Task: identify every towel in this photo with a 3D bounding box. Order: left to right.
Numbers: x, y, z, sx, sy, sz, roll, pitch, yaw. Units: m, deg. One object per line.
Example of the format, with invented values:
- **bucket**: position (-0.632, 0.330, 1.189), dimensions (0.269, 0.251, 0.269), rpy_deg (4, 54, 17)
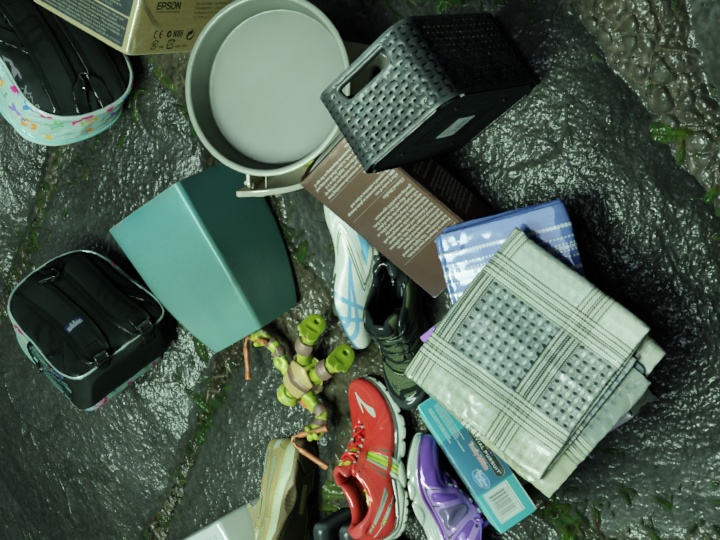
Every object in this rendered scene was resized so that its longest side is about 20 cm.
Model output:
- **towel**: position (0.167, 0.038, 1.181), dimensions (0.144, 0.024, 0.201), rpy_deg (-15, 89, 22)
- **towel**: position (0.173, 0.091, 1.131), dimensions (0.200, 0.035, 0.193), rpy_deg (39, 90, 8)

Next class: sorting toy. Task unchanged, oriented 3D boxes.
- **sorting toy**: position (-0.046, -0.185, 1.323), dimensions (0.179, 0.107, 0.201), rpy_deg (1, 93, 22)

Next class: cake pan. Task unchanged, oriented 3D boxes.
- **cake pan**: position (-0.098, -0.204, 1.267), dimensions (0.199, 0.037, 0.201), rpy_deg (1, 92, 21)

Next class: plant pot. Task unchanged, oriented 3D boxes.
- **plant pot**: position (-0.180, -0.012, 1.432), dimensions (0.141, 0.141, 0.201), rpy_deg (-28, 93, 36)

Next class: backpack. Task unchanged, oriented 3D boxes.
- **backpack**: position (-0.401, -0.262, 1.492), dimensions (0.200, 0.177, 0.151), rpy_deg (53, 144, 10)
- **backpack**: position (-0.373, 0.076, 1.560), dimensions (0.200, 0.177, 0.151), rpy_deg (39, 151, 21)

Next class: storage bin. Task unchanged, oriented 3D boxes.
- **storage bin**: position (0.073, -0.182, 1.170), dimensions (0.135, 0.200, 0.094), rpy_deg (-38, 78, 35)

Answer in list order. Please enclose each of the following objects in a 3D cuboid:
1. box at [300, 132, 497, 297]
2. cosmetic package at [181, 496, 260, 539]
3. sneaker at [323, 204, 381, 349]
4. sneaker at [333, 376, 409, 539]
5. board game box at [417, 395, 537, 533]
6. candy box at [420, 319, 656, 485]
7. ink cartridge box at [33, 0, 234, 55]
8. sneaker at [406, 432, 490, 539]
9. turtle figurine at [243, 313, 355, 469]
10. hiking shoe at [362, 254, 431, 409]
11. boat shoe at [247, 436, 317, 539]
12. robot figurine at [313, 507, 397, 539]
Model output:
- **box**: position (0.046, -0.076, 1.249), dimensions (0.200, 0.075, 0.100), rpy_deg (41, 124, -9)
- **cosmetic package**: position (-0.167, 0.435, 1.539), dimensions (0.200, 0.123, 0.200), rpy_deg (-34, 82, 37)
- **sneaker**: position (0.000, 0.000, 1.353), dimensions (0.072, 0.072, 0.201), rpy_deg (-3, 109, 7)
- **sneaker**: position (0.006, 0.224, 1.367), dimensions (0.077, 0.085, 0.201), rpy_deg (-30, 64, 53)
- **board game box**: position (0.123, 0.203, 1.242), dimensions (0.047, 0.200, 0.151), rpy_deg (-33, 80, -2)
- **candy box**: position (0.189, 0.104, 1.240), dimensions (0.168, 0.071, 0.200), rpy_deg (-41, 78, 34)
- **ink cartridge box**: position (-0.256, -0.324, 1.366), dimensions (0.164, 0.200, 0.075), rpy_deg (32, 117, 23)
- **sneaker**: position (0.111, 0.283, 1.353), dimensions (0.083, 0.081, 0.201), rpy_deg (-21, 87, 10)
- **turtle figurine**: position (-0.063, 0.136, 1.427), dimensions (0.200, 0.064, 0.161), rpy_deg (58, 140, 17)
- **hiking shoe**: position (0.035, 0.070, 1.321), dimensions (0.075, 0.101, 0.201), rpy_deg (3, 103, 35)
- **boat shoe**: position (-0.110, 0.314, 1.468), dimensions (0.076, 0.072, 0.201), rpy_deg (2, 68, 31)
- **robot figurine**: position (-0.001, 0.398, 1.417), dimensions (0.150, 0.124, 0.201), rpy_deg (-164, 63, -75)
